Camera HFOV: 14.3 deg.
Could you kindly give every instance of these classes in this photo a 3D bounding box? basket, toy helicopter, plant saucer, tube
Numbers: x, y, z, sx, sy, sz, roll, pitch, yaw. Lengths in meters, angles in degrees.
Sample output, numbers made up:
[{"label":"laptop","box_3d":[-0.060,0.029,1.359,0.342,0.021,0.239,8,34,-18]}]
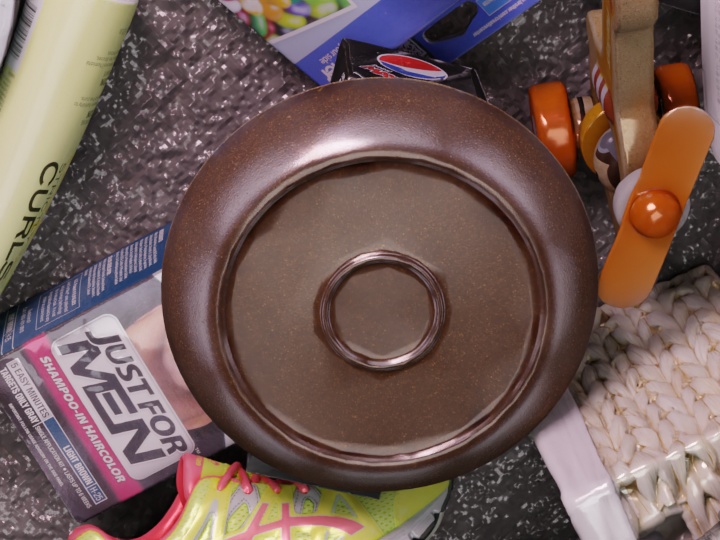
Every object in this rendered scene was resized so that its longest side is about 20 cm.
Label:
[{"label":"basket","box_3d":[0.157,0.097,1.368,0.123,0.200,0.136,-27,111,1]},{"label":"toy helicopter","box_3d":[0.121,-0.075,1.298,0.078,0.133,0.200,-8,145,0]},{"label":"plant saucer","box_3d":[0.009,0.014,1.284,0.199,0.032,0.201,-1,112,-1]},{"label":"tube","box_3d":[-0.162,-0.048,1.367,0.058,0.052,0.201,8,110,-45]}]

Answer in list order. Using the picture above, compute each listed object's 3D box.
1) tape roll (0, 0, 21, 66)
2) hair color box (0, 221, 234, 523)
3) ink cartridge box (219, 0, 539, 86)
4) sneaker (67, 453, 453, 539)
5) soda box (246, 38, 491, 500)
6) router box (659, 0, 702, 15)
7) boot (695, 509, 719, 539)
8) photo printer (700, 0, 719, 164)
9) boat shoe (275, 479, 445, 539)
[{"label":"tape roll","box_3d":[-0.256,-0.141,1.326,0.199,0.066,0.201,-1,111,-3]},{"label":"hair color box","box_3d":[-0.077,0.030,1.402,0.199,0.061,0.100,-28,110,8]},{"label":"ink cartridge box","box_3d":[-0.025,-0.156,1.313,0.200,0.042,0.119,38,141,-17]},{"label":"sneaker","box_3d":[-0.050,0.123,1.379,0.199,0.078,0.091,-23,88,-12]},{"label":"soda box","box_3d":[0.000,0.000,1.327,0.070,0.063,0.201,13,109,-7]},{"label":"router box","box_3d":[0.129,-0.231,1.313,0.156,0.052,0.201,16,110,-8]},{"label":"boot","box_3d":[0.214,0.166,1.261,0.200,0.068,0.131,40,99,-24]},{"label":"photo printer","box_3d":[0.212,-0.086,1.244,0.069,0.200,0.167,-11,117,-11]},{"label":"boat shoe","box_3d":[-0.049,0.149,1.448,0.199,0.062,0.075,-20,109,4]}]
